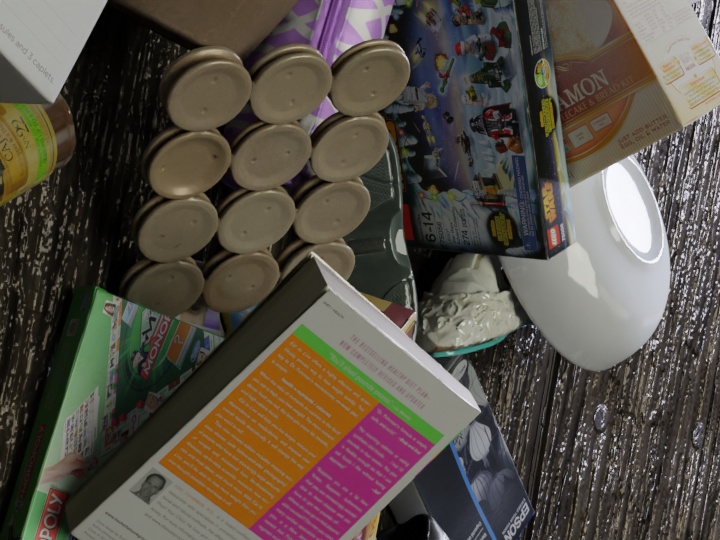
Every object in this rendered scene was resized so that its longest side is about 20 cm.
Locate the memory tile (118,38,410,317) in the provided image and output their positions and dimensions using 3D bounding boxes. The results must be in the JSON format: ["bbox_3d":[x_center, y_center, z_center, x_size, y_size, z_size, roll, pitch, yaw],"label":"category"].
[{"bbox_3d":[-0.058,-0.050,1.330,0.152,0.017,0.201,-9,138,-26],"label":"memory tile"}]

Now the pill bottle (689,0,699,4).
[{"bbox_3d":[0.190,-0.240,1.596,0.119,0.199,0.120,-9,102,-51],"label":"pill bottle"}]

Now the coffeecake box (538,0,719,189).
[{"bbox_3d":[0.124,-0.162,1.502,0.073,0.153,0.201,-30,91,-44],"label":"coffeecake box"}]

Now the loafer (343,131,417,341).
[{"bbox_3d":[0.000,0.000,1.495,0.063,0.071,0.201,-116,-153,-82],"label":"loafer"}]

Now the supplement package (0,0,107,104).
[{"bbox_3d":[-0.200,-0.207,1.135,0.152,0.150,0.201,48,58,-43],"label":"supplement package"}]

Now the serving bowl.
[{"bbox_3d":[0.164,-0.034,1.640,0.200,0.066,0.201,36,44,-43],"label":"serving bowl"}]

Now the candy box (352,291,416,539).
[{"bbox_3d":[-0.024,0.125,1.405,0.117,0.056,0.201,-45,150,-60],"label":"candy box"}]

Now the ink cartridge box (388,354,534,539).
[{"bbox_3d":[0.068,0.158,1.624,0.100,0.039,0.201,-52,133,-35],"label":"ink cartridge box"}]

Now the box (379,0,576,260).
[{"bbox_3d":[0.061,-0.110,1.499,0.040,0.136,0.201,-30,117,-46],"label":"box"}]

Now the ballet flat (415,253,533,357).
[{"bbox_3d":[0.086,0.015,1.610,0.200,0.071,0.072,-13,105,-59],"label":"ballet flat"}]

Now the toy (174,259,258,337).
[{"bbox_3d":[-0.077,0.102,1.420,0.115,0.047,0.201,16,81,-50],"label":"toy"}]

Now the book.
[{"bbox_3d":[-0.047,0.106,1.290,0.200,0.048,0.134,-44,118,9],"label":"book"}]

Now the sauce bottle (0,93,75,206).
[{"bbox_3d":[-0.230,-0.040,1.190,0.200,0.064,0.065,-39,124,-43],"label":"sauce bottle"}]

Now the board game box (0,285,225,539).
[{"bbox_3d":[-0.130,0.125,1.333,0.134,0.029,0.201,23,78,-30],"label":"board game box"}]

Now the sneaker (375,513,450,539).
[{"bbox_3d":[0.052,0.211,1.554,0.199,0.066,0.091,13,92,-36],"label":"sneaker"}]

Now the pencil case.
[{"bbox_3d":[-0.029,-0.133,1.419,0.086,0.083,0.201,110,-6,-77],"label":"pencil case"}]

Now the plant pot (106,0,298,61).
[{"bbox_3d":[-0.076,-0.213,1.286,0.200,0.200,0.175,28,90,-50],"label":"plant pot"}]
